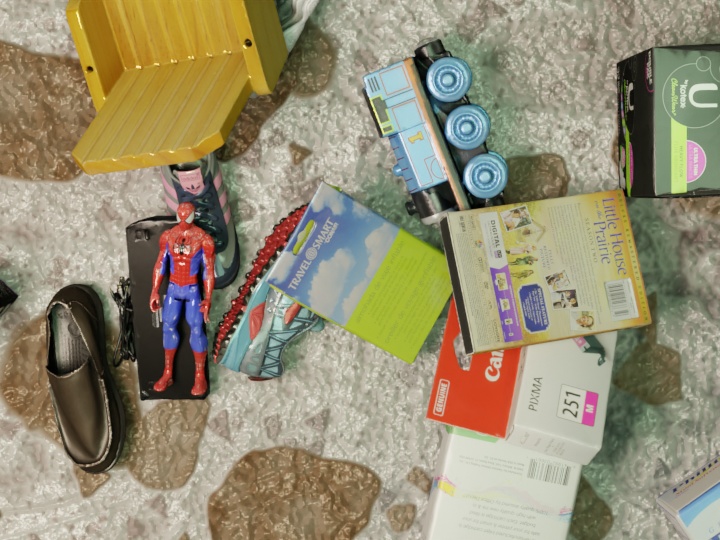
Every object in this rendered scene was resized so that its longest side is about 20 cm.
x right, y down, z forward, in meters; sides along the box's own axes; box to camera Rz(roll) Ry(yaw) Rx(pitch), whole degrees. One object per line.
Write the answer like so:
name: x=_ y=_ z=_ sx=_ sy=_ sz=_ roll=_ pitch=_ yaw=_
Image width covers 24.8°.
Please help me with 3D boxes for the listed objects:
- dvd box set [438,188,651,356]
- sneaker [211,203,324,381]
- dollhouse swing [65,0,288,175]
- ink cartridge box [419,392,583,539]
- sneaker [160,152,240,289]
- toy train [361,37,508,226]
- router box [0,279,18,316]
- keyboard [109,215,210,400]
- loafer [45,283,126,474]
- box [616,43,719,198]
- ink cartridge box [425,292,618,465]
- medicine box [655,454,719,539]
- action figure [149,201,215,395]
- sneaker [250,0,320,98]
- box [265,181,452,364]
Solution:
dvd box set: x=0.189 y=0.000 z=1.664 sx=0.199 sy=0.029 sz=0.147 roll=-9 pitch=82 yaw=-17
sneaker: x=-0.074 y=0.024 z=1.716 sx=0.095 sy=0.079 sz=0.200 roll=29 pitch=96 yaw=-20
dollhouse swing: x=-0.203 y=-0.215 z=1.598 sx=0.200 sy=0.176 sz=0.182 roll=-5 pitch=113 yaw=25
ink cartridge box: x=0.148 y=0.235 z=1.714 sx=0.145 sy=0.088 sz=0.201 roll=12 pitch=90 yaw=-2
sneaker: x=-0.173 y=-0.076 z=1.694 sx=0.070 sy=0.082 sz=0.201 roll=-16 pitch=93 yaw=-2
toy train: x=0.080 y=-0.138 z=1.700 sx=0.114 sy=0.087 sz=0.200 roll=-21 pitch=95 yaw=9
router box: x=-0.442 y=0.088 z=1.661 sx=0.051 sy=0.149 sz=0.200 roll=43 pitch=91 yaw=-3
keyboard: x=-0.211 y=0.038 z=1.717 sx=0.104 sy=0.040 sz=0.201 roll=0 pitch=105 yaw=9
loafer: x=-0.299 y=0.115 z=1.698 sx=0.073 sy=0.071 sz=0.201 roll=-12 pitch=89 yaw=17
box: x=0.335 y=-0.148 z=1.644 sx=0.124 sy=0.200 sz=0.149 roll=-2 pitch=93 yaw=-1
ink cartridge box: x=0.172 y=0.084 z=1.679 sx=0.173 sy=0.044 sz=0.200 roll=16 pitch=57 yaw=-3
medicine box: x=0.446 y=0.276 z=1.716 sx=0.182 sy=0.103 sz=0.200 roll=-35 pitch=94 yaw=0
action figure: x=-0.180 y=0.028 z=1.667 sx=0.065 sy=0.052 sz=0.201 roll=6 pitch=105 yaw=11
sneaker: x=-0.102 y=-0.288 z=1.688 sx=0.114 sy=0.075 sz=0.200 roll=30 pitch=94 yaw=-5
box: x=0.000 y=0.000 z=1.676 sx=0.200 sy=0.048 sz=0.122 roll=30 pitch=88 yaw=-30
